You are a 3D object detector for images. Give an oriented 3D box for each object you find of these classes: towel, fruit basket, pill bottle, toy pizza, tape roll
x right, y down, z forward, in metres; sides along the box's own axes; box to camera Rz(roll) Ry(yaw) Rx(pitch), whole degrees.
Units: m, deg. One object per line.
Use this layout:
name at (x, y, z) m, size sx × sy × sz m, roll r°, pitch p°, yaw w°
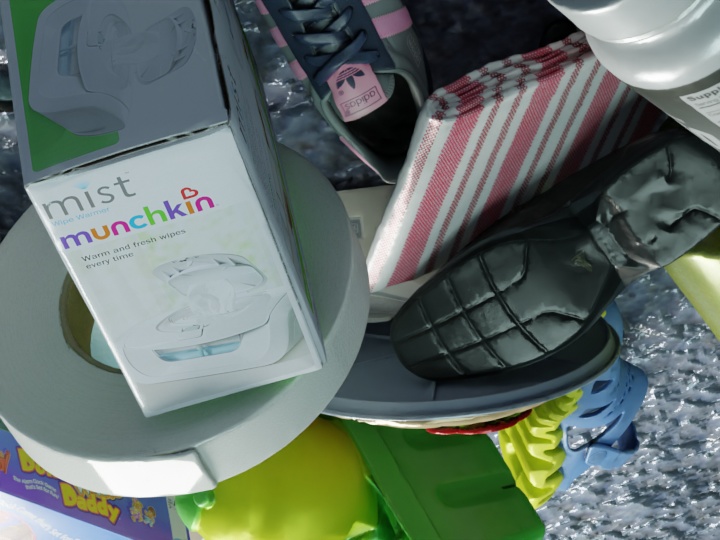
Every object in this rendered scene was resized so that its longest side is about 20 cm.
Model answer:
towel at (0.088, -0.070, 1.080) m, size 0.199 × 0.030 × 0.147 m, roll -25°, pitch 153°, yaw -31°
fruit basket at (-0.017, 0.140, 1.222) m, size 0.214 × 0.216 × 0.156 m, roll -4°, pitch 140°, yaw -13°
pill bottle at (0.178, -0.122, 0.988) m, size 0.114 × 0.114 × 0.200 m, roll -38°, pitch 135°, yaw 26°
toy pizza at (0.046, 0.055, 1.163) m, size 0.199 × 0.200 × 0.032 m, roll -8°, pitch 106°, yaw -8°
tape roll at (-0.095, 0.018, 1.038) m, size 0.202 × 0.204 × 0.037 m, roll -18°, pitch 141°, yaw 4°

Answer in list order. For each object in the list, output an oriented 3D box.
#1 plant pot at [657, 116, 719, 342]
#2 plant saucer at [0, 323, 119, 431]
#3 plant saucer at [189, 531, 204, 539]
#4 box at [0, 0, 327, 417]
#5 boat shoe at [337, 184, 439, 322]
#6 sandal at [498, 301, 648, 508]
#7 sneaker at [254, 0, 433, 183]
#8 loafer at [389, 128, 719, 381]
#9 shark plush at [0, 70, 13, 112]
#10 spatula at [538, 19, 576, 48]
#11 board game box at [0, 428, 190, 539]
plant pot at (0.254, -0.015, 1.155) m, size 0.200 × 0.201 × 0.184 m, roll -35°, pitch 125°, yaw 23°
plant saucer at (-0.223, 0.047, 1.179) m, size 0.200 × 0.039 × 0.202 m, roll -9°, pitch 141°, yaw -7°
plant saucer at (-0.179, 0.181, 1.358) m, size 0.199 × 0.030 × 0.201 m, roll -9°, pitch 141°, yaw -7°
box at (-0.092, -0.070, 0.956) m, size 0.096 × 0.201 × 0.177 m, roll -17°, pitch 142°, yaw 3°
boat shoe at (0.000, 0.000, 1.167) m, size 0.199 × 0.072 × 0.069 m, roll -3°, pitch 150°, yaw -11°
sandal at (0.140, 0.072, 1.299) m, size 0.087 × 0.080 × 0.200 m, roll -12°, pitch 148°, yaw -12°
sneaker at (-0.011, -0.122, 1.011) m, size 0.070 × 0.082 × 0.200 m, roll -24°, pitch 139°, yaw 14°
loafer at (0.105, -0.008, 1.098) m, size 0.199 × 0.072 × 0.073 m, roll -29°, pitch 103°, yaw 8°
shark plush at (-0.217, -0.113, 0.975) m, size 0.200 × 0.091 × 0.084 m, roll 30°, pitch 94°, yaw -35°
spatula at (0.096, -0.061, 1.164) m, size 0.056 × 0.021 × 0.201 m, roll -2°, pitch 138°, yaw -11°
board game box at (-0.218, 0.161, 1.252) m, size 0.134 × 0.045 × 0.200 m, roll -34°, pitch 140°, yaw 25°
